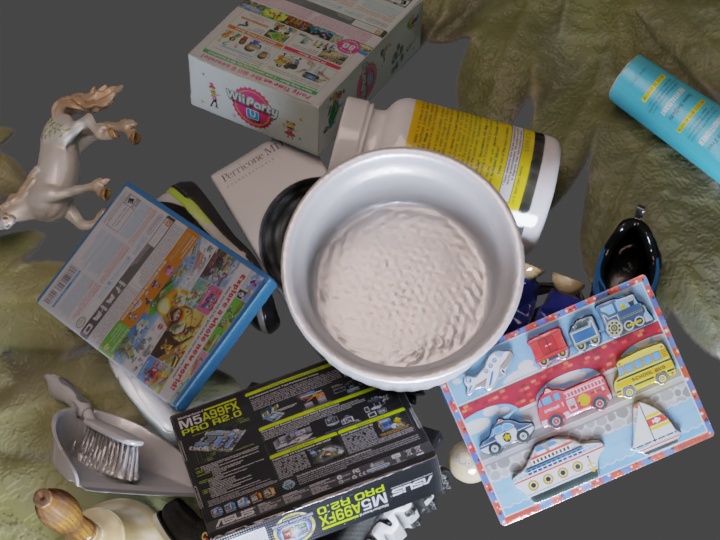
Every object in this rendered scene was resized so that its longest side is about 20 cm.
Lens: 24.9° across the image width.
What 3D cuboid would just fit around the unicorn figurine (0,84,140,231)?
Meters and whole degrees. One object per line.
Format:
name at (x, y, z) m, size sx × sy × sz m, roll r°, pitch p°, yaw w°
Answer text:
unicorn figurine at (-0.299, -0.091, 1.611) m, size 0.137 × 0.074 × 0.201 m, roll 3°, pitch 54°, yaw 22°

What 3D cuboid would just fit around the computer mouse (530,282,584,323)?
computer mouse at (0.107, 0.051, 1.486) m, size 0.199 × 0.034 × 0.059 m, roll -20°, pitch 65°, yaw 2°

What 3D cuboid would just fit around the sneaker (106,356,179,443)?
sneaker at (-0.199, 0.067, 1.521) m, size 0.080 × 0.070 × 0.201 m, roll -27°, pitch 65°, yaw -4°

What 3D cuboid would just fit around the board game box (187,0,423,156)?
board game box at (-0.051, -0.213, 1.570) m, size 0.147 × 0.064 × 0.200 m, roll 24°, pitch 48°, yaw 20°

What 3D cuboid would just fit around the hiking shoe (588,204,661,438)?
hiking shoe at (0.221, 0.048, 1.436) m, size 0.074 × 0.087 × 0.201 m, roll 5°, pitch 69°, yaw 13°

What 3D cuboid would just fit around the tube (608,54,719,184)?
tube at (0.324, -0.124, 1.514) m, size 0.200 × 0.050 × 0.078 m, roll 38°, pitch 86°, yaw 17°

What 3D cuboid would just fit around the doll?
doll at (0.126, 0.092, 1.442) m, size 0.136 × 0.048 × 0.201 m, roll 21°, pitch 89°, yaw 17°

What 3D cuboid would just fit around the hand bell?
hand bell at (-0.238, 0.221, 1.391) m, size 0.104 × 0.200 × 0.105 m, roll -4°, pitch 68°, yaw 9°

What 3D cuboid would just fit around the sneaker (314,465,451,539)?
sneaker at (-0.014, 0.229, 1.422) m, size 0.090 × 0.067 × 0.200 m, roll 35°, pitch 75°, yaw 25°

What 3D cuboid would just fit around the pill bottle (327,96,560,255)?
pill bottle at (0.073, -0.092, 1.483) m, size 0.199 × 0.112 × 0.113 m, roll 16°, pitch 71°, yaw -1°

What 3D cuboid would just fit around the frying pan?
frying pan at (0.002, -0.017, 1.449) m, size 0.189 × 0.031 × 0.115 m, roll 13°, pitch 92°, yaw 6°

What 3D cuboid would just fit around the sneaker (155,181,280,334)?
sneaker at (-0.149, 0.001, 1.537) m, size 0.083 × 0.072 × 0.200 m, roll -32°, pitch 55°, yaw -13°

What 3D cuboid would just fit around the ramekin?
ramekin at (0.035, 0.006, 1.371) m, size 0.199 × 0.098 × 0.201 m, roll 0°, pitch 75°, yaw 1°

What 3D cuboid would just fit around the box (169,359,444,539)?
box at (-0.048, 0.154, 1.386) m, size 0.199 × 0.044 × 0.160 m, roll -20°, pitch 39°, yaw -8°

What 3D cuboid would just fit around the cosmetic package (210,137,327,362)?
cosmetic package at (-0.047, -0.026, 1.528) m, size 0.101 × 0.071 × 0.200 m, roll -32°, pitch 65°, yaw -3°

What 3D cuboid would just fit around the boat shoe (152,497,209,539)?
boat shoe at (-0.111, 0.246, 1.399) m, size 0.063 × 0.074 × 0.201 m, roll -55°, pitch 40°, yaw -3°

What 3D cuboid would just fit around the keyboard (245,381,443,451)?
keyboard at (-0.018, 0.130, 1.456) m, size 0.199 × 0.021 × 0.127 m, roll 12°, pitch 44°, yaw 28°

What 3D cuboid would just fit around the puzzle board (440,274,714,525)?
puzzle board at (0.182, 0.112, 1.397) m, size 0.199 × 0.017 × 0.151 m, roll -24°, pitch 89°, yaw 7°

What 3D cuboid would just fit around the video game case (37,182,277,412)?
video game case at (-0.188, 0.021, 1.483) m, size 0.200 × 0.018 × 0.143 m, roll 32°, pitch 82°, yaw 32°

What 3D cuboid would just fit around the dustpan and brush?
dustpan and brush at (-0.242, 0.145, 1.487) m, size 0.200 × 0.139 × 0.057 m, roll 20°, pitch 97°, yaw 48°
